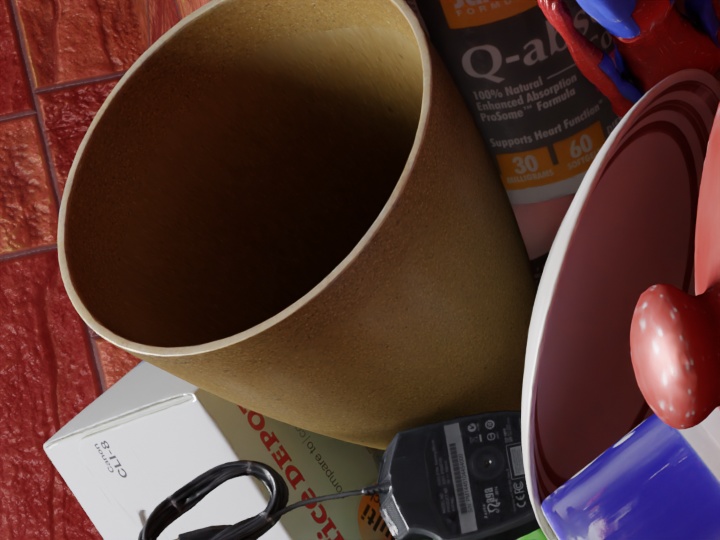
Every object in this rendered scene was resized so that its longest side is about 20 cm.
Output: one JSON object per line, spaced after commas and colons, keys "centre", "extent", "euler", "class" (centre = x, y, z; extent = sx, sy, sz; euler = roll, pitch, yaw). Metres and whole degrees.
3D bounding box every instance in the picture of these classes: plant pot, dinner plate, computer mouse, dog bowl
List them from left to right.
{"centre": [0.000, 0.000, 0.910], "extent": [0.200, 0.186, 0.187], "euler": [43, -162, -44], "class": "plant pot"}
{"centre": [0.001, 0.102, 0.882], "extent": [0.034, 0.198, 0.059], "euler": [65, -163, -60], "class": "computer mouse"}
{"centre": [0.107, 0.015, 0.830], "extent": [0.024, 0.200, 0.201], "euler": [17, 130, 29], "class": "dinner plate"}
{"centre": [0.152, 0.143, 0.741], "extent": [0.201, 0.079, 0.200], "euler": [55, -178, -3], "class": "dog bowl"}

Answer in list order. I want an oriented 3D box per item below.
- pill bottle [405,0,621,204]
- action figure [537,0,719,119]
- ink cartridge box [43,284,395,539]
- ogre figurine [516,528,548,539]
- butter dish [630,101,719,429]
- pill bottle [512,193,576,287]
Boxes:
{"centre": [0.059, -0.136, 0.921], "extent": [0.117, 0.116, 0.201], "euler": [-114, -1, -48], "class": "pill bottle"}
{"centre": [0.104, -0.111, 0.791], "extent": [0.052, 0.065, 0.200], "euler": [44, 175, 33], "class": "action figure"}
{"centre": [-0.029, 0.082, 1.060], "extent": [0.144, 0.200, 0.146], "euler": [-21, 106, 49], "class": "ink cartridge box"}
{"centre": [0.049, 0.168, 0.849], "extent": [0.201, 0.119, 0.098], "euler": [59, 169, 35], "class": "ogre figurine"}
{"centre": [0.153, 0.013, 0.616], "extent": [0.200, 0.147, 0.201], "euler": [-116, 17, -50], "class": "butter dish"}
{"centre": [0.067, -0.006, 1.151], "extent": [0.116, 0.115, 0.201], "euler": [-116, 17, -52], "class": "pill bottle"}
